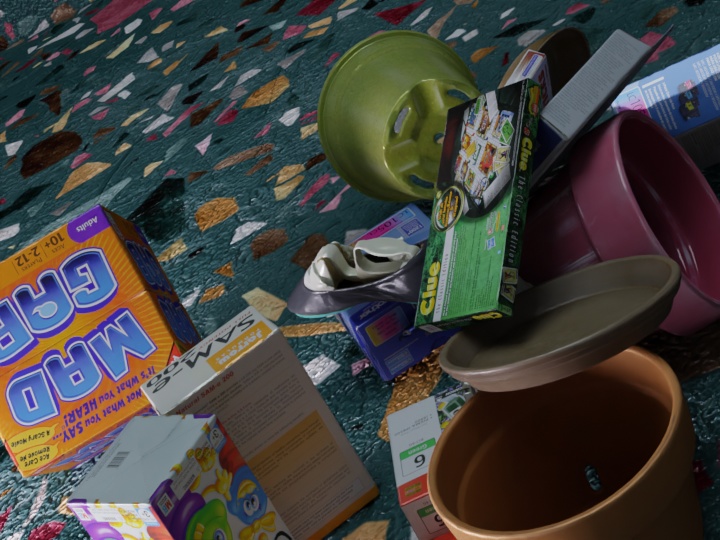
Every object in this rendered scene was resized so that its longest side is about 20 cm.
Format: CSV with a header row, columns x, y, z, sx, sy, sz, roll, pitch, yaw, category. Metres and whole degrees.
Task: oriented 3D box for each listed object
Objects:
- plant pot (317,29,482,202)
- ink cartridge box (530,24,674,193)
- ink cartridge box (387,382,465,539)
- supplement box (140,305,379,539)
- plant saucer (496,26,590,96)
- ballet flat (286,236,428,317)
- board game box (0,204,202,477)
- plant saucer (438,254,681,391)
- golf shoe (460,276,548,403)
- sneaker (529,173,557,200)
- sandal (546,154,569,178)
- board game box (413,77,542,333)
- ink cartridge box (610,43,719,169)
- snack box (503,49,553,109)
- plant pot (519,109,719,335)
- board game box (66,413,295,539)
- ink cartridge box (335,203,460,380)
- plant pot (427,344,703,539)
x,y,z,sx,sy,sz,roll,pitch,yaw,category
0.066,-0.158,1.667,0.199,0.201,0.184,-32,19,-4,plant pot
0.180,-0.128,1.360,0.200,0.043,0.197,-47,-5,-36,ink cartridge box
0.087,0.175,1.277,0.108,0.051,0.201,-25,27,9,ink cartridge box
-0.087,0.151,1.328,0.126,0.201,0.073,-35,27,-11,supplement box
0.183,-0.167,1.597,0.035,0.201,0.200,24,54,28,plant saucer
0.000,0.000,1.448,0.198,0.073,0.073,-6,36,36,ballet flat
-0.290,0.077,1.577,0.199,0.201,0.200,-30,-5,0,board game box
0.156,0.043,1.155,0.198,0.030,0.200,-22,11,5,plant saucer
0.123,0.026,1.287,0.096,0.078,0.202,-15,74,13,golf shoe
0.196,-0.060,1.474,0.198,0.081,0.087,1,50,5,sneaker
0.218,-0.063,1.543,0.079,0.057,0.202,13,62,29,sandal
0.097,-0.052,1.235,0.104,0.023,0.202,-13,61,50,board game box
0.357,-0.164,1.480,0.198,0.136,0.077,-22,72,15,ink cartridge box
0.177,-0.134,1.545,0.024,0.201,0.072,21,64,26,snack box
0.215,-0.014,1.337,0.178,0.200,0.201,-32,23,31,plant pot
-0.132,0.229,1.240,0.102,0.201,0.105,-6,34,38,board game box
0.046,0.025,1.532,0.136,0.077,0.200,-33,29,-4,ink cartridge box
0.167,0.171,1.107,0.198,0.141,0.201,-24,27,13,plant pot
